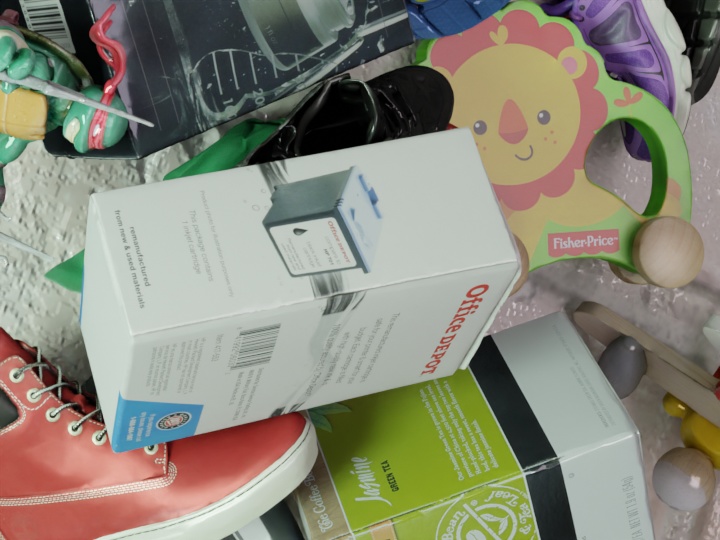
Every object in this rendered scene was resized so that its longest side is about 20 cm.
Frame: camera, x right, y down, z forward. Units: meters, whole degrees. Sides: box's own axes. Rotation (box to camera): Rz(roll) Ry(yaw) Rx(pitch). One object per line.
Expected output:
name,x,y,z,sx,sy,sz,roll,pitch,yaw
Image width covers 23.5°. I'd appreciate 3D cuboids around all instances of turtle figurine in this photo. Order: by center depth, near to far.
turtle figurine,-0.193,-0.084,0.875,0.101,0.198,0.150,-68,174,-47

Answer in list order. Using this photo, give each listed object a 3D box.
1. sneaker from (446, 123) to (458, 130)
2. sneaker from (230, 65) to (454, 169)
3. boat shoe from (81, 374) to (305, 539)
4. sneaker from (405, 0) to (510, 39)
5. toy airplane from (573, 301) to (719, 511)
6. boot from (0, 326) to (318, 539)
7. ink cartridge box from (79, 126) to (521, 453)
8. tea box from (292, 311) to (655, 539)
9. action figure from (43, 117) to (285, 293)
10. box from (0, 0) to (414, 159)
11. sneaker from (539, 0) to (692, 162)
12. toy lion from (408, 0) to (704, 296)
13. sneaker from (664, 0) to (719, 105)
sneaker,0.000,0.000,1.084,0.200,0.078,0.116,-48,163,-25
sneaker,-0.004,-0.077,0.984,0.199,0.104,0.060,-35,85,-30
boat shoe,-0.101,0.133,1.039,0.066,0.070,0.200,-31,117,12
sneaker,0.078,-0.214,1.118,0.199,0.083,0.071,-33,120,-10
toy airplane,0.255,0.107,1.198,0.199,0.200,0.142,36,91,-33
boot,-0.133,0.084,0.951,0.199,0.073,0.145,-20,108,15
ink cartridge box,-0.036,0.012,0.886,0.198,0.147,0.086,-13,66,-18
tea box,0.071,0.165,1.051,0.195,0.134,0.201,-19,124,-3
action figure,-0.080,-0.029,1.026,0.118,0.055,0.200,31,57,10
box,-0.100,-0.189,0.970,0.196,0.124,0.202,-27,109,-31
sneaker,0.168,-0.168,1.195,0.083,0.081,0.202,-20,100,-13
toy lion,0.123,-0.081,1.146,0.198,0.069,0.194,-3,93,-14
sneaker,0.264,-0.212,1.242,0.079,0.075,0.202,17,86,-36
